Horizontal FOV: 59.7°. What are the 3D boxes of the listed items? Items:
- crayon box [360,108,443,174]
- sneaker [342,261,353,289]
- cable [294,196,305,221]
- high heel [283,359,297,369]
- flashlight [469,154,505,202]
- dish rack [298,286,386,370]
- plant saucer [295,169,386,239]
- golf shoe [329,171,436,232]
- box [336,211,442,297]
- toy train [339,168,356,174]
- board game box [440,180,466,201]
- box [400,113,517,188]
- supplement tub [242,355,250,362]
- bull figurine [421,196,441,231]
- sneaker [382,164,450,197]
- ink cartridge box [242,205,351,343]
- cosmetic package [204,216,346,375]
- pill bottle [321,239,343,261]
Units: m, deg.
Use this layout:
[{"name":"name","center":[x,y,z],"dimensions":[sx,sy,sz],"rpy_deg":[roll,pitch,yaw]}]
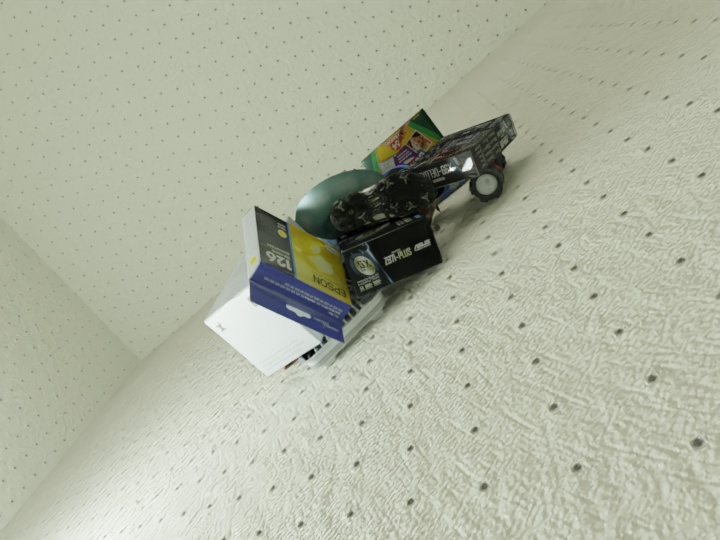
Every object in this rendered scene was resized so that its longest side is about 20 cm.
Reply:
[{"name":"crayon box","center":[0.130,-0.271,1.578],"dimensions":[0.199,0.173,0.058],"rpy_deg":[-37,9,24]},{"name":"sneaker","center":[0.000,0.000,1.360],"dimensions":[0.200,0.077,0.087],"rpy_deg":[-48,-1,-45]},{"name":"cable","center":[-0.133,-0.092,1.432],"dimensions":[0.200,0.050,0.167],"rpy_deg":[-29,-40,-76]},{"name":"high heel","center":[-0.088,0.119,1.265],"dimensions":[0.197,0.068,0.097],"rpy_deg":[-28,43,8]},{"name":"flashlight","center":[0.245,-0.198,1.219],"dimensions":[0.067,0.068,0.201],"rpy_deg":[-24,21,21]},{"name":"dish rack","center":[-0.033,0.100,1.153],"dimensions":[0.200,0.044,0.172],"rpy_deg":[-44,13,-4]},{"name":"plant saucer","center":[-0.027,-0.112,1.212],"dimensions":[0.197,0.039,0.202],"rpy_deg":[-18,-29,-10]},{"name":"golf shoe","center":[0.038,-0.124,1.134],"dimensions":[0.195,0.080,0.094],"rpy_deg":[-14,0,-5]},{"name":"box","center":[0.046,-0.040,1.150],"dimensions":[0.160,0.088,0.200],"rpy_deg":[-22,11,0]},{"name":"toy train","center":[0.018,-0.146,1.472],"dimensions":[0.086,0.201,0.114],"rpy_deg":[-40,23,1]},{"name":"board game box","center":[0.199,-0.209,1.479],"dimensions":[0.199,0.035,0.136],"rpy_deg":[-38,13,20]},{"name":"box","center":[0.188,-0.219,1.181],"dimensions":[0.155,0.051,0.200],"rpy_deg":[-12,23,40]},{"name":"supplement tub","center":[-0.220,0.132,1.480],"dimensions":[0.106,0.107,0.201],"rpy_deg":[-38,13,14]},{"name":"bull figurine","center":[0.101,-0.096,1.314],"dimensions":[0.198,0.066,0.122],"rpy_deg":[-34,15,2]},{"name":"sneaker","center":[0.093,-0.175,1.313],"dimensions":[0.077,0.072,0.198],"rpy_deg":[-33,23,-32]},{"name":"ink cartridge box","center":[-0.103,0.003,1.052],"dimensions":[0.047,0.195,0.202],"rpy_deg":[-44,38,23]},{"name":"cosmetic package","center":[-0.153,0.047,1.170],"dimensions":[0.164,0.165,0.202],"rpy_deg":[-34,23,35]},{"name":"pill bottle","center":[-0.084,-0.027,1.368],"dimensions":[0.108,0.108,0.203],"rpy_deg":[-19,42,60]}]
